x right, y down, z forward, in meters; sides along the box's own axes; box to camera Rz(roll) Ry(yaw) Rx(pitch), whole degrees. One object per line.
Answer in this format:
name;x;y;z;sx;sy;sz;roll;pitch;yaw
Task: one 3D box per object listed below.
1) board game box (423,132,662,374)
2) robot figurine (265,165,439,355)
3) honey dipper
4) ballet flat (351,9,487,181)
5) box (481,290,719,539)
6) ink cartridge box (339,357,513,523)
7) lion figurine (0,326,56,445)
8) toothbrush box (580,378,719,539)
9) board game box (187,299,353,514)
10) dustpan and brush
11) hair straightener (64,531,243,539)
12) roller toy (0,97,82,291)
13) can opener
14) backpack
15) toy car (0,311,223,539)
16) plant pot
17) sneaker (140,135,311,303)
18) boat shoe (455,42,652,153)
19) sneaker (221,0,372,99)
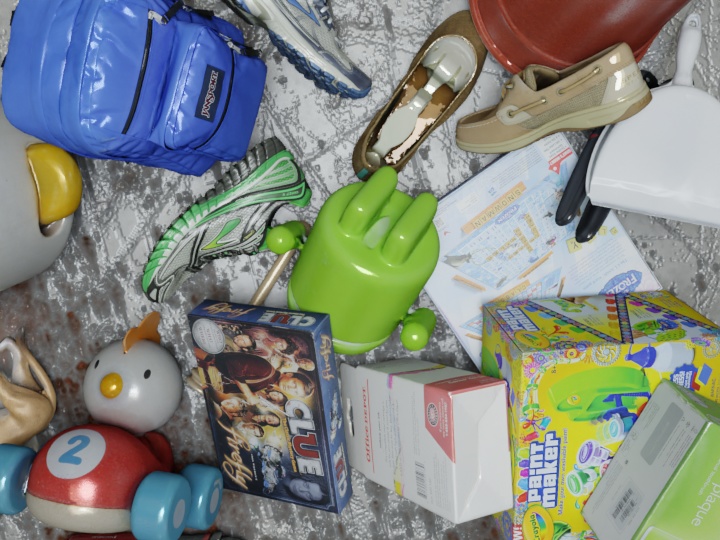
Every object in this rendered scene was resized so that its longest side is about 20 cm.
board game box;0.163;-0.009;0.838;0.199;0.041;0.200;-34;95;3
robot figurine;0.000;0.000;0.774;0.175;0.116;0.200;33;138;3
honey dipper;-0.107;0.037;0.841;0.038;0.038;0.201;34;92;-4
ballet flat;0.061;-0.168;0.806;0.068;0.072;0.200;40;93;-3
box;0.218;0.138;0.785;0.191;0.122;0.202;-4;109;-8
ink cartridge box;0.055;0.150;0.798;0.067;0.200;0.118;-7;96;-30
lion figurine;-0.364;0.165;0.832;0.122;0.072;0.200;43;89;-12
toothbrush box;0.316;0.205;0.709;0.199;0.086;0.146;25;103;-14
board game box;-0.083;0.130;0.794;0.134;0.035;0.201;5;117;24
dustpan and brush;0.286;-0.142;0.750;0.138;0.057;0.202;12;88;9
hair straightener;-0.207;0.309;0.869;0.198;0.041;0.078;-3;96;-5
roller toy;-0.362;-0.068;0.760;0.182;0.140;0.200;42;115;4
can opener;0.240;-0.115;0.794;0.063;0.079;0.200;40;73;-6
backpack;-0.188;-0.172;0.717;0.167;0.200;0.164;12;93;26
toy car;-0.228;0.135;0.792;0.183;0.177;0.202;7;82;10
plant pot;0.212;-0.277;0.722;0.199;0.195;0.203;0;88;-7
sneaker;-0.132;-0.036;0.812;0.200;0.078;0.085;-42;96;2
boat shoe;0.164;-0.158;0.763;0.071;0.199;0.065;-46;116;-39
sneaker;-0.056;-0.249;0.796;0.200;0.077;0.085;43;89;-5
